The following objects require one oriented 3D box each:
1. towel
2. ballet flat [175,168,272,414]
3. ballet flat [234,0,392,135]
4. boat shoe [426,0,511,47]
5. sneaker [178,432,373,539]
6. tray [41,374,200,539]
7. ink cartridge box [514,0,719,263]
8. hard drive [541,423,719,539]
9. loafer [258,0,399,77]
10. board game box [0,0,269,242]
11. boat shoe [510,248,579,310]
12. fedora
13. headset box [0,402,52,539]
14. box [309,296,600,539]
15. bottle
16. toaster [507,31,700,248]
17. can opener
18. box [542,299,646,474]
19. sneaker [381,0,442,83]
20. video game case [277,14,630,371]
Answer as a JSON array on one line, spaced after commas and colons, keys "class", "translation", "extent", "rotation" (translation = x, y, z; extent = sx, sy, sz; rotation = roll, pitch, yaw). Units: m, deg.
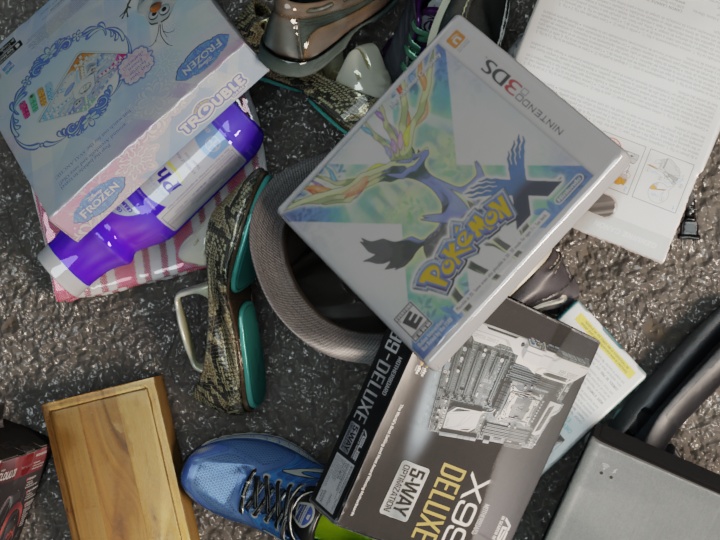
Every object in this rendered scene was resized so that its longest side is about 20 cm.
[{"class": "towel", "translation": [-0.172, -0.065, 1.306], "extent": [0.198, 0.030, 0.148], "rotation": [-13, 89, 5]}, {"class": "ballet flat", "translation": [-0.112, 0.017, 1.262], "extent": [0.074, 0.068, 0.202], "rotation": [7, 105, 14]}, {"class": "ballet flat", "translation": [-0.027, -0.158, 1.245], "extent": [0.199, 0.068, 0.076], "rotation": [34, 112, 28]}, {"class": "boat shoe", "translation": [0.084, -0.137, 1.200], "extent": [0.067, 0.072, 0.202], "rotation": [9, 79, 43]}, {"class": "sneaker", "translation": [-0.049, 0.181, 1.260], "extent": [0.198, 0.089, 0.079], "rotation": [14, 89, 6]}, {"class": "tray", "translation": [-0.190, 0.196, 1.301], "extent": [0.098, 0.037, 0.202], "rotation": [-14, 87, 5]}, {"class": "ink cartridge box", "translation": [0.186, -0.125, 1.154], "extent": [0.160, 0.050, 0.202], "rotation": [22, 92, 14]}, {"class": "hard drive", "translation": [0.206, 0.232, 1.226], "extent": [0.138, 0.033, 0.202], "rotation": [22, 116, 5]}, {"class": "loafer", "translation": [-0.013, -0.223, 1.218], "extent": [0.071, 0.200, 0.063], "rotation": [20, 136, 15]}, {"class": "board game box", "translation": [-0.196, -0.155, 1.252], "extent": [0.200, 0.043, 0.199], "rotation": [-40, 50, 5]}, {"class": "boat shoe", "translation": [0.092, 0.061, 1.258], "extent": [0.200, 0.073, 0.063], "rotation": [-45, 107, 1]}, {"class": "fedora", "translation": [0.000, 0.000, 1.237], "extent": [0.198, 0.090, 0.178], "rotation": [-19, 73, -24]}, {"class": "headset box", "translation": [-0.320, 0.202, 1.256], "extent": [0.074, 0.149, 0.202], "rotation": [22, 92, 5]}, {"class": "box", "translation": [0.072, 0.112, 1.180], "extent": [0.157, 0.050, 0.202], "rotation": [24, 91, -31]}, {"class": "bottle", "translation": [-0.170, -0.065, 1.259], "extent": [0.200, 0.065, 0.084], "rotation": [-43, 71, 1]}, {"class": "toaster", "translation": [0.185, -0.108, 1.231], "extent": [0.128, 0.114, 0.202], "rotation": [-9, 87, 9]}, {"class": "can opener", "translation": [0.241, 0.108, 1.256], "extent": [0.063, 0.078, 0.201], "rotation": [34, 89, 44]}, {"class": "box", "translation": [0.127, 0.121, 1.264], "extent": [0.200, 0.049, 0.082], "rotation": [-43, 86, 3]}, {"class": "sneaker", "translation": [0.044, -0.170, 1.257], "extent": [0.074, 0.088, 0.202], "rotation": [17, 91, 5]}, {"class": "video game case", "translation": [0.062, -0.059, 1.127], "extent": [0.200, 0.022, 0.182], "rotation": [-47, 59, 3]}]
